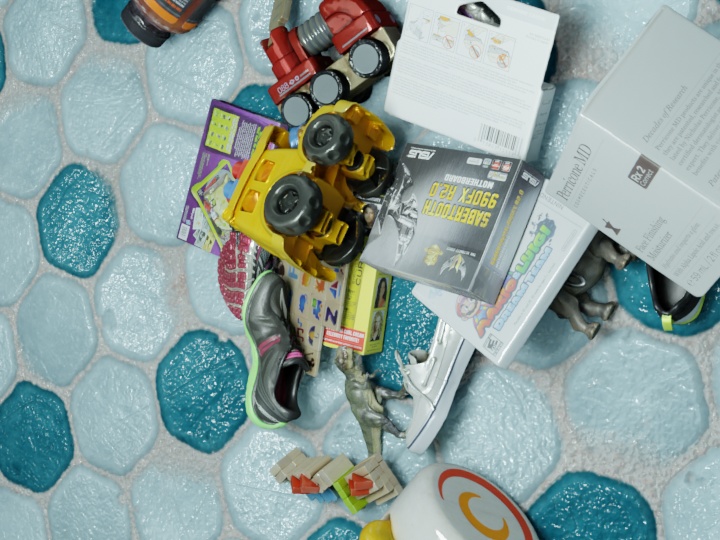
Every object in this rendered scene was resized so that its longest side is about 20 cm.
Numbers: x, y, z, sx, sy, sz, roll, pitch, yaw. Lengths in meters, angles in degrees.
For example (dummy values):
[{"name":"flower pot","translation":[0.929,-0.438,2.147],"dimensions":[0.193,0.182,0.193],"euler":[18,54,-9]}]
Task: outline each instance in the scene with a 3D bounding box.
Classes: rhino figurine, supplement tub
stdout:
[{"name":"rhino figurine","translation":[0.268,-0.030,1.329],"dimensions":[0.087,0.060,0.201],"euler":[28,104,23]},{"name":"supplement tub","translation":[-0.236,-0.392,1.580],"dimensions":[0.200,0.107,0.107],"euler":[-43,72,24]}]

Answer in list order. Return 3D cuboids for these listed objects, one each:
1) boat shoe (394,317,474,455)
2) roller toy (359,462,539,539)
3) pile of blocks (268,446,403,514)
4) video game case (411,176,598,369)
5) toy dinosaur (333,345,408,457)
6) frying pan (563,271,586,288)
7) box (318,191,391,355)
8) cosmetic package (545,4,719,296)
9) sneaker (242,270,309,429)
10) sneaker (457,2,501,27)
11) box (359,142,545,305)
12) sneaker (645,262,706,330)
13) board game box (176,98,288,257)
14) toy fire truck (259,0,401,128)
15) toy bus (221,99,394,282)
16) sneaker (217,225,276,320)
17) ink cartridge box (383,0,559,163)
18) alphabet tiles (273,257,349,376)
[{"name":"boat shoe","translation":[0.078,0.118,1.420],"dimensions":[0.085,0.075,0.203],"euler":[22,102,-2]},{"name":"roller toy","translation":[0.104,0.331,1.364],"dimensions":[0.182,0.200,0.140],"euler":[43,112,15]},{"name":"pile of blocks","translation":[-0.042,0.278,1.504],"dimensions":[0.199,0.062,0.083],"euler":[-4,109,41]},{"name":"video game case","translation":[0.161,-0.016,1.334],"dimensions":[0.201,0.024,0.182],"euler":[-58,40,7]},{"name":"toy dinosaur","translation":[0.024,0.177,1.484],"dimensions":[0.087,0.047,0.202],"euler":[-9,106,14]},{"name":"frying pan","translation":[0.171,0.000,1.361],"dimensions":[0.115,0.031,0.190],"euler":[-54,39,17]},{"name":"box","translation":[0.000,0.000,1.490],"dimensions":[0.075,0.050,0.202],"euler":[13,100,29]},{"name":"cosmetic package","translation":[0.321,-0.116,1.178],"dimensions":[0.199,0.165,0.165],"euler":[35,68,11]},{"name":"sneaker","translation":[-0.101,0.100,1.504],"dimensions":[0.083,0.076,0.202],"euler":[-6,86,36]},{"name":"sneaker","translation":[0.086,-0.325,1.414],"dimensions":[0.200,0.080,0.084],"euler":[49,119,19]},{"name":"box","translation":[0.102,-0.059,1.367],"dimensions":[0.199,0.048,0.160],"euler":[17,82,51]},{"name":"sneaker","translation":[0.344,-0.036,1.266],"dimensions":[0.071,0.083,0.202],"euler":[-1,86,29]},{"name":"board game box","translation":[-0.175,-0.119,1.601],"dimensions":[0.119,0.032,0.202],"euler":[24,104,30]},{"name":"toy fire truck","translation":[-0.050,-0.301,1.482],"dimensions":[0.175,0.128,0.201],"euler":[-32,86,27]},{"name":"toy bus","translation":[-0.078,-0.112,1.421],"dimensions":[0.191,0.136,0.201],"euler":[22,83,36]},{"name":"sneaker","translation":[-0.134,-0.029,1.545],"dimensions":[0.081,0.074,0.202],"euler":[36,118,50]},{"name":"ink cartridge box","translation":[0.132,-0.237,1.365],"dimensions":[0.199,0.043,0.175],"euler":[25,115,27]},{"name":"alphabet tiles","translation":[-0.070,0.027,1.519],"dimensions":[0.167,0.007,0.202],"euler":[18,103,53]}]
